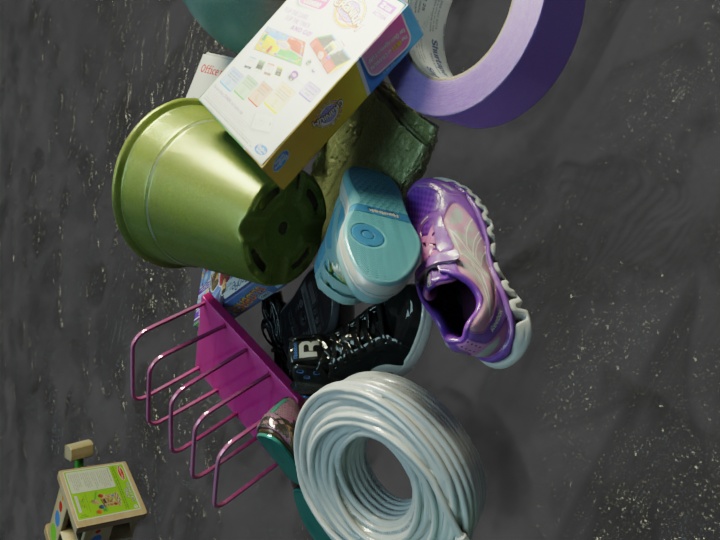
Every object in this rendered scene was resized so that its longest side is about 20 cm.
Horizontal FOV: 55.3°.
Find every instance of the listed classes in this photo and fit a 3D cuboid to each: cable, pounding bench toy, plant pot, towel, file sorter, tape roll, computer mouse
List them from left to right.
[{"bbox_3d":[-0.494,0.431,1.244,0.200,0.122,0.159,45,120,40],"label":"pounding bench toy"},{"bbox_3d":[-0.185,0.161,0.851,0.199,0.124,0.141,41,136,26],"label":"file sorter"},{"bbox_3d":[-0.140,-0.073,0.764,0.187,0.197,0.206,22,104,37],"label":"plant pot"},{"bbox_3d":[-0.109,-0.331,0.820,0.198,0.199,0.136,-29,93,43],"label":"plant pot"},{"bbox_3d":[-0.057,0.060,0.827,0.200,0.051,0.142,-41,54,50],"label":"computer mouse"},{"bbox_3d":[0.003,-0.105,0.775,0.149,0.036,0.203,50,123,36],"label":"towel"},{"bbox_3d":[0.025,0.195,0.660,0.196,0.069,0.206,-9,100,38],"label":"cable"},{"bbox_3d":[0.107,-0.242,0.643,0.197,0.064,0.207,-5,84,49],"label":"tape roll"}]

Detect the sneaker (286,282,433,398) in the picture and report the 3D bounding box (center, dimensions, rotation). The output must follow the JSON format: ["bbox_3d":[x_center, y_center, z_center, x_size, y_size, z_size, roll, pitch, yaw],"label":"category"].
[{"bbox_3d":[-0.014,0.080,0.703,0.201,0.109,0.075,-54,37,43],"label":"sneaker"}]

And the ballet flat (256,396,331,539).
[{"bbox_3d":[-0.052,0.227,0.775,0.068,0.071,0.204,1,125,40],"label":"ballet flat"}]

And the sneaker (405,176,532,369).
[{"bbox_3d":[0.084,-0.005,0.640,0.080,0.087,0.204,-44,56,38],"label":"sneaker"}]

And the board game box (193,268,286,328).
[{"bbox_3d":[-0.156,-0.014,0.920,0.198,0.034,0.139,-29,48,45],"label":"board game box"}]

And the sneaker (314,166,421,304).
[{"bbox_3d":[0.000,0.000,0.664,0.202,0.077,0.133,-90,18,-58],"label":"sneaker"}]

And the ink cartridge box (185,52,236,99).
[{"bbox_3d":[-0.189,-0.175,0.930,0.146,0.085,0.205,27,93,46],"label":"ink cartridge box"}]

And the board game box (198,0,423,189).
[{"bbox_3d":[-0.054,-0.200,0.680,0.200,0.040,0.153,-46,51,2],"label":"board game box"}]
